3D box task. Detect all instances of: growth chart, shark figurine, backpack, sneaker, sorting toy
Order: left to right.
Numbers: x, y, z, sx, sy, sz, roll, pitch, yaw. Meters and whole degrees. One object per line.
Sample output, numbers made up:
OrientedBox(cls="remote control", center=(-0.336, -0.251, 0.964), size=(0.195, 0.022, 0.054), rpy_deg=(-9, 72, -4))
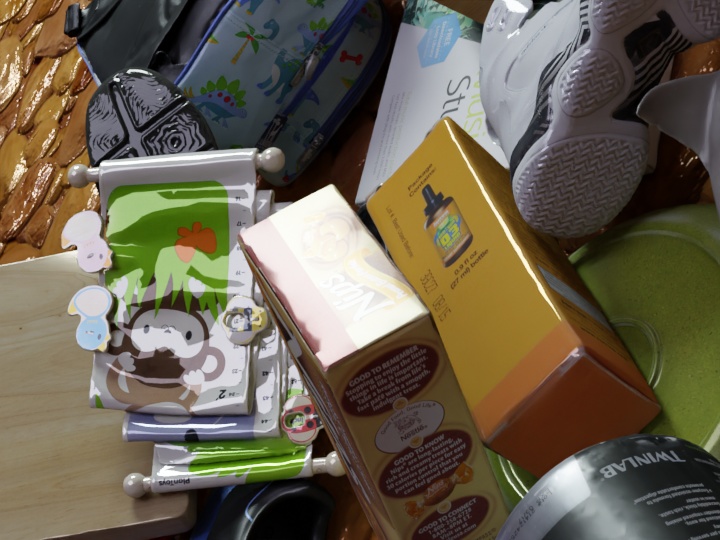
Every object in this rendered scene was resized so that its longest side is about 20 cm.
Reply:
OrientedBox(cls="sorting toy", center=(-0.187, 0.091, 1.053), size=(0.198, 0.070, 0.200), rpy_deg=(-10, 51, 8))
OrientedBox(cls="growth chart", center=(-0.091, 0.026, 0.976), size=(0.143, 0.018, 0.202), rpy_deg=(-12, 77, 8))
OrientedBox(cls="sneaker", center=(-0.087, -0.023, 1.052), size=(0.075, 0.115, 0.201), rpy_deg=(-35, 77, 4))
OrientedBox(cls="sneaker", center=(-0.070, 0.199, 0.942), size=(0.078, 0.070, 0.201), rpy_deg=(-14, 53, 53))
OrientedBox(cls="backpack", center=(-0.068, -0.169, 1.138), size=(0.200, 0.146, 0.183), rpy_deg=(-52, 35, 15))
OrientedBox(cls="sneaker", center=(0.116, -0.125, 0.860), size=(0.201, 0.075, 0.115), rpy_deg=(-65, 27, 21))
OrientedBox(cls="shark figurine", center=(0.165, -0.047, 0.790), size=(0.128, 0.089, 0.216), rpy_deg=(132, 151, -60))

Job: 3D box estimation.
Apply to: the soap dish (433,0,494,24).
OrientedBox(cls="soap dish", center=(0.101, -0.239, 1.003), size=(0.200, 0.081, 0.158), rpy_deg=(-38, 29, 13))

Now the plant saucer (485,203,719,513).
OrientedBox(cls="plant saucer", center=(0.127, 0.053, 0.843), size=(0.199, 0.031, 0.201), rpy_deg=(-30, 46, 35))

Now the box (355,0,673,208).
OrientedBox(cls="box", center=(0.089, -0.108, 1.000), size=(0.199, 0.036, 0.145), rpy_deg=(-10, 58, 45))

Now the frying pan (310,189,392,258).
OrientedBox(cls="frying pan", center=(-0.001, 0.018, 1.012), size=(0.190, 0.031, 0.116), rpy_deg=(-156, 69, -76))

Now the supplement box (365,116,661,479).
OrientedBox(cls="supplement box", center=(0.068, 0.012, 0.863), size=(0.067, 0.069, 0.201), rpy_deg=(-45, 39, 17))

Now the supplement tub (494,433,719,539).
OrientedBox(cls="supplement tub", center=(0.137, 0.163, 0.672), size=(0.123, 0.122, 0.200), rpy_deg=(-51, 36, 11))

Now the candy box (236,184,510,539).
OrientedBox(cls="candy box", center=(0.016, 0.073, 0.817), size=(0.055, 0.201, 0.116), rpy_deg=(-28, 38, -8))
